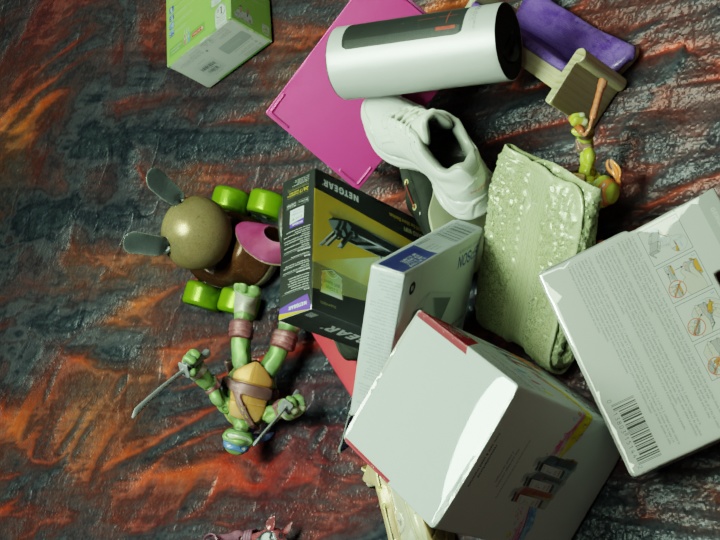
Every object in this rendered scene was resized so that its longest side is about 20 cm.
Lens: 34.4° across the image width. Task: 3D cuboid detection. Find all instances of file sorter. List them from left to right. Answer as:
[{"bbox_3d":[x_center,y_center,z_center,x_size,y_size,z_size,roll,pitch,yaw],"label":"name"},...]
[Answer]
[{"bbox_3d":[0.013,-0.226,1.366,0.200,0.139,0.125,-50,3,16],"label":"file sorter"}]

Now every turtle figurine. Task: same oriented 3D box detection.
[{"bbox_3d":[-0.130,0.115,1.361,0.143,0.200,0.196,5,74,34],"label":"turtle figurine"},{"bbox_3d":[0.209,-0.089,1.178,0.161,0.064,0.202,7,99,56],"label":"turtle figurine"}]

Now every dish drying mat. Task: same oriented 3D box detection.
[{"bbox_3d":[-0.021,0.068,1.387,0.077,0.018,0.200,-51,46,17],"label":"dish drying mat"}]

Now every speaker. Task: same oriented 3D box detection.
[{"bbox_3d":[0.067,-0.227,1.219,0.198,0.081,0.082,-1,72,29],"label":"speaker"}]

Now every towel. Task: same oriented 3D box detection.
[{"bbox_3d":[0.171,-0.013,1.156,0.148,0.036,0.202,34,125,50],"label":"towel"}]

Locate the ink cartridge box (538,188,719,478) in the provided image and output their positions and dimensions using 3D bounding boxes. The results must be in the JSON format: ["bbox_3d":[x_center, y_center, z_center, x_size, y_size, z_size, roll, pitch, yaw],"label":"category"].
[{"bbox_3d":[0.278,0.056,1.031,0.175,0.045,0.202,-26,71,11],"label":"ink cartridge box"}]

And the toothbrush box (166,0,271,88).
[{"bbox_3d":[-0.212,-0.398,1.721,0.145,0.086,0.202,-28,56,35],"label":"toothbrush box"}]

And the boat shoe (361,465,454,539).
[{"bbox_3d":[0.035,0.214,1.229,0.069,0.073,0.201,-35,52,24],"label":"boat shoe"}]

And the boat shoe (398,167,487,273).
[{"bbox_3d":[0.090,-0.076,1.300,0.063,0.073,0.203,-49,46,50],"label":"boat shoe"}]

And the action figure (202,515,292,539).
[{"bbox_3d":[-0.144,0.365,1.357,0.200,0.134,0.149,-48,2,3],"label":"action figure"}]

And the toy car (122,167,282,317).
[{"bbox_3d":[-0.214,-0.046,1.495,0.157,0.199,0.166,8,79,46],"label":"toy car"}]

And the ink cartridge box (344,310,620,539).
[{"bbox_3d":[0.120,0.154,1.075,0.145,0.199,0.146,36,98,45],"label":"ink cartridge box"}]

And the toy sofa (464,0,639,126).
[{"bbox_3d":[0.195,-0.245,1.248,0.098,0.082,0.200,-56,44,14],"label":"toy sofa"}]

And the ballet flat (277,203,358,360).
[{"bbox_3d":[-0.047,0.019,1.322,0.068,0.068,0.201,-35,83,47],"label":"ballet flat"}]

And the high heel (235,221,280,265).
[{"bbox_3d":[-0.071,-0.045,1.394,0.199,0.067,0.097,29,117,36],"label":"high heel"}]

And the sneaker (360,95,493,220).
[{"bbox_3d":[0.070,-0.146,1.229,0.078,0.100,0.200,-41,57,-14],"label":"sneaker"}]

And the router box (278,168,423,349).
[{"bbox_3d":[0.000,0.000,1.258,0.052,0.199,0.159,-19,62,39],"label":"router box"}]

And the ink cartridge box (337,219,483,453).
[{"bbox_3d":[0.054,0.067,1.161,0.040,0.199,0.202,19,113,22],"label":"ink cartridge box"}]
